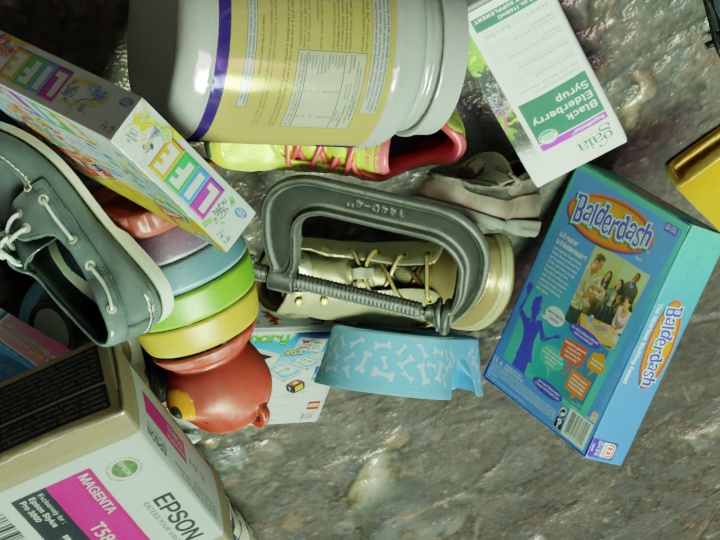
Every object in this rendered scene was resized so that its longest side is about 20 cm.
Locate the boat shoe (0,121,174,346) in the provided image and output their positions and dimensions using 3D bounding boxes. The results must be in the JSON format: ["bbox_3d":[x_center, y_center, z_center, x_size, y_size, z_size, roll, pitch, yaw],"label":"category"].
[{"bbox_3d":[-0.217,-0.026,1.270,0.062,0.200,0.073,-41,171,-39],"label":"boat shoe"}]

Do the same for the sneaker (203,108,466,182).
[{"bbox_3d":[-0.013,-0.101,1.334,0.199,0.090,0.078,-9,124,-17],"label":"sneaker"}]

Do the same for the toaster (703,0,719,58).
[{"bbox_3d":[0.316,-0.174,1.320,0.118,0.200,0.181,-21,139,7],"label":"toaster"}]

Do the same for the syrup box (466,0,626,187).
[{"bbox_3d":[0.120,-0.158,1.343,0.079,0.082,0.200,-27,138,9],"label":"syrup box"}]

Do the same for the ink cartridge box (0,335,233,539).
[{"bbox_3d":[-0.205,0.157,1.328,0.164,0.075,0.200,-24,137,6],"label":"ink cartridge box"}]

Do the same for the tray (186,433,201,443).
[{"bbox_3d":[-0.206,0.160,1.484,0.107,0.022,0.200,-32,172,12],"label":"tray"}]

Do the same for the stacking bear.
[{"bbox_3d":[-0.125,0.029,1.359,0.114,0.121,0.201,-36,115,-41],"label":"stacking bear"}]

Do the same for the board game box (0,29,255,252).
[{"bbox_3d":[-0.174,-0.091,1.212,0.034,0.200,0.134,-54,137,-10],"label":"board game box"}]

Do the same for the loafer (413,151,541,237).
[{"bbox_3d":[0.093,-0.065,1.403,0.200,0.072,0.063,8,98,-68],"label":"loafer"}]

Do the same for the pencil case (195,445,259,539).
[{"bbox_3d":[-0.144,0.231,1.650,0.078,0.090,0.200,-22,139,2],"label":"pencil case"}]

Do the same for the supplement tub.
[{"bbox_3d":[-0.043,-0.155,1.229,0.199,0.146,0.146,1,135,-23],"label":"supplement tub"}]

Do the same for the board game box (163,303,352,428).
[{"bbox_3d":[-0.118,0.080,1.538,0.199,0.035,0.126,-1,136,-22],"label":"board game box"}]

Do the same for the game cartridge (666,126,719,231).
[{"bbox_3d":[0.378,-0.085,1.573,0.176,0.032,0.200,-36,140,16],"label":"game cartridge"}]

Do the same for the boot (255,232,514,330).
[{"bbox_3d":[0.016,0.004,1.434,0.155,0.073,0.200,8,171,-25],"label":"boot"}]

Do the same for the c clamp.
[{"bbox_3d":[0.000,0.000,1.367,0.199,0.027,0.171,9,131,15],"label":"c clamp"}]

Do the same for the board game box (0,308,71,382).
[{"bbox_3d":[-0.321,0.072,1.359,0.200,0.040,0.153,31,125,-1],"label":"board game box"}]

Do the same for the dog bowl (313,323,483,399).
[{"bbox_3d":[0.036,0.073,1.513,0.111,0.050,0.200,7,180,20],"label":"dog bowl"}]

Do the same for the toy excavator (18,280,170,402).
[{"bbox_3d":[-0.246,0.096,1.448,0.100,0.200,0.195,-26,110,-50],"label":"toy excavator"}]

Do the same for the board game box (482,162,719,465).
[{"bbox_3d":[0.191,0.031,1.474,0.045,0.152,0.201,15,104,-35],"label":"board game box"}]
